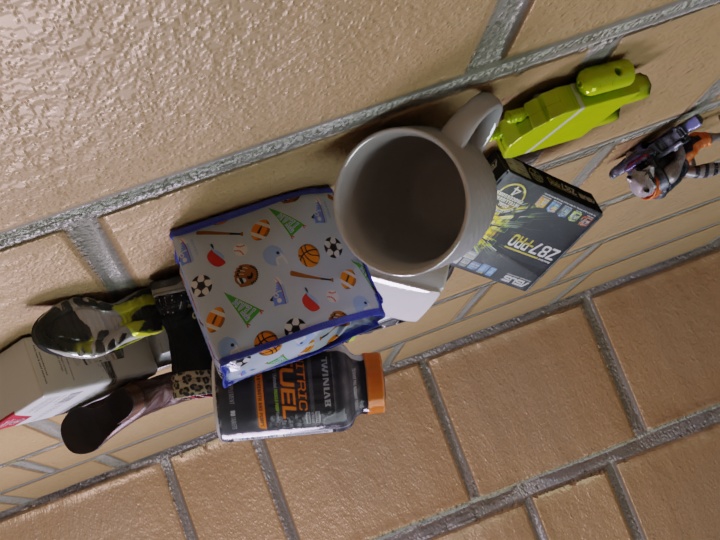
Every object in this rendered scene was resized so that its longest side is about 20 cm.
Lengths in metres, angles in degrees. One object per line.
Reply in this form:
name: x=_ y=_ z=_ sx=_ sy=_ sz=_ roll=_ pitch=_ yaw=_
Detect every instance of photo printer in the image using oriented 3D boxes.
photo printer: x=0.000 y=0.000 z=1.480 sx=0.198 sy=0.070 sz=0.166 roll=15 pitch=162 yaw=-6

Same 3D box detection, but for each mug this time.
mug: x=0.084 y=-0.098 z=1.208 sx=0.201 sy=0.147 sz=0.175 roll=-58 pitch=165 yaw=18

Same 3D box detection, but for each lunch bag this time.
lunch bag: x=-0.090 y=0.014 z=1.287 sx=0.199 sy=0.171 sz=0.124 roll=-22 pitch=165 yaw=-11

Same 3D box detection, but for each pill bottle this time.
pill bottle: x=-0.070 y=0.139 z=1.352 sx=0.198 sy=0.107 sz=0.106 roll=-5 pitch=169 yaw=-3

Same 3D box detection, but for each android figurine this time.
android figurine: x=0.231 y=-0.179 z=1.312 sx=0.199 sy=0.041 sz=0.182 roll=-17 pitch=169 yaw=-27

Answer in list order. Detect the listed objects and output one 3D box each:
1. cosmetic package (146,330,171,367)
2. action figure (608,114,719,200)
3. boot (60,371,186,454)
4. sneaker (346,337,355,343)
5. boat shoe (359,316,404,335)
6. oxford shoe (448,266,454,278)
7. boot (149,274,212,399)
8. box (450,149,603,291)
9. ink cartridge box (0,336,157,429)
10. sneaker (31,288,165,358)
cosmetic package: x=-0.200 y=0.066 z=1.615 sx=0.199 sy=0.072 sz=0.101 roll=-17 pitch=169 yaw=-20
action figure: x=0.482 y=-0.165 z=1.739 sx=0.193 sy=0.105 sz=0.200 roll=-27 pitch=175 yaw=-26
boot: x=-0.299 y=0.187 z=1.626 sx=0.186 sy=0.065 sz=0.200 roll=-28 pitch=174 yaw=36
sneaker: x=-0.093 y=0.084 z=1.768 sx=0.199 sy=0.084 sz=0.071 roll=-1 pitch=-176 yaw=39
boat shoe: x=0.007 y=0.060 z=1.615 sx=0.199 sy=0.070 sz=0.066 roll=-21 pitch=146 yaw=3
oxford shoe: x=0.112 y=-0.024 z=1.835 sx=0.084 sy=0.073 sz=0.200 roll=0 pitch=162 yaw=-16
boot: x=-0.190 y=0.085 z=1.477 sx=0.073 sy=0.155 sz=0.203 roll=-13 pitch=172 yaw=24
box: x=0.200 y=-0.061 z=1.524 sx=0.199 sy=0.049 sz=0.161 roll=19 pitch=126 yaw=-40
ink cartridge box: x=-0.397 y=0.139 z=1.553 sx=0.144 sy=0.084 sz=0.199 roll=-29 pitch=167 yaw=35
sneaker: x=-0.322 y=0.076 z=1.406 sx=0.084 sy=0.075 sz=0.199 roll=-28 pitch=168 yaw=36
